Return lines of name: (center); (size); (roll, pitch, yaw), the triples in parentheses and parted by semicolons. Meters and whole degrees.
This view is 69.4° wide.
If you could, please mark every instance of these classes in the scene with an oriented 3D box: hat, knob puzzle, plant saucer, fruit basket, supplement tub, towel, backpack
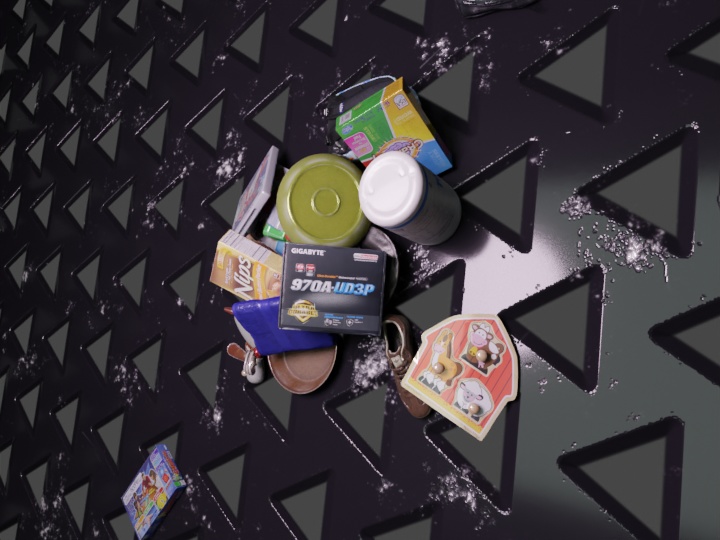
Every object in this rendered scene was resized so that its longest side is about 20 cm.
hat: (0.000, 0.000, 1.081); (0.196, 0.081, 0.207); (-2, 86, 25)
knob puzzle: (0.192, 0.168, 0.928); (0.214, 0.030, 0.226); (-2, 82, 15)
plant saucer: (-0.124, 0.169, 1.159); (0.196, 0.036, 0.206); (-6, 79, 33)
fruit basket: (-0.197, -0.148, 1.223); (0.198, 0.093, 0.189); (32, 99, 36)
plant saucer: (-0.068, -0.132, 1.021); (0.194, 0.031, 0.206); (0, 86, -6)
supplement tub: (0.096, -0.128, 0.966); (0.129, 0.199, 0.136); (-5, 80, 31)
towel: (-0.156, 0.108, 1.092); (0.195, 0.150, 0.050); (-9, 36, 24)
backpack: (0.031, -0.318, 1.084); (0.198, 0.151, 0.168); (-21, 68, 51)

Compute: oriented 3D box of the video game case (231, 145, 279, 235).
video game case: (-0.251, -0.172, 1.220); (0.183, 0.023, 0.203); (-48, 27, 32)

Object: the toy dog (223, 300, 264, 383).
toy dog: (-0.274, 0.155, 1.216); (0.094, 0.132, 0.205); (-1, 71, 9)

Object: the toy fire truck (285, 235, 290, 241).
toy fire truck: (-0.118, -0.099, 1.082); (0.141, 0.048, 0.206); (-145, 59, -62)

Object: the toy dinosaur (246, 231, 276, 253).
toy dinosaur: (-0.210, -0.007, 1.180); (0.133, 0.203, 0.086); (23, 54, 30)

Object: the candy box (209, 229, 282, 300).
candy box: (-0.215, 0.013, 1.110); (0.196, 0.056, 0.117); (27, 127, 0)

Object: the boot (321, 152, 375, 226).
boot: (-0.022, -0.172, 1.083); (0.196, 0.068, 0.133); (14, 132, 30)

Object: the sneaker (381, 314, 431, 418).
sneaker: (0.078, 0.184, 1.002); (0.069, 0.075, 0.204); (-27, 69, 26)

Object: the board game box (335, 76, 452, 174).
board game box: (0.068, -0.248, 1.005); (0.151, 0.200, 0.041); (-23, 43, 27)

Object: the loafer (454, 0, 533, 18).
loafer: (0.273, -0.539, 0.993); (0.196, 0.070, 0.070); (-3, 81, 32)

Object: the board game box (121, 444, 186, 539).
board game box: (-0.546, 0.582, 1.365); (0.135, 0.034, 0.202); (45, 107, 30)

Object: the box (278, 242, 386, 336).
box: (-0.053, 0.036, 0.987); (0.194, 0.046, 0.164); (5, 90, -4)
